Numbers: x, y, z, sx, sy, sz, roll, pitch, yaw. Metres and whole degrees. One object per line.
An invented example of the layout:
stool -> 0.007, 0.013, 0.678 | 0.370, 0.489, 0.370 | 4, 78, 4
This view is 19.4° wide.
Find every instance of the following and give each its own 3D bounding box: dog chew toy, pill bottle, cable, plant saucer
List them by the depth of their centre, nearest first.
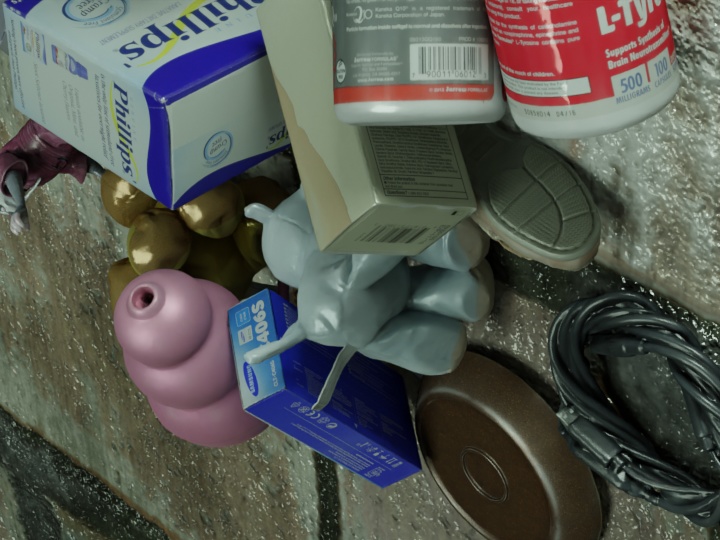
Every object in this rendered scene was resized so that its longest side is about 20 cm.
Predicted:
pill bottle -> 0.129, -0.193, 1.319 | 0.112, 0.112, 0.200 | 14, 128, 47
pill bottle -> 0.038, -0.197, 1.387 | 0.116, 0.116, 0.200 | 2, 93, 53
cable -> 0.218, 0.102, 1.519 | 0.200, 0.051, 0.163 | 37, 138, 33
plant saucer -> 0.110, 0.158, 1.703 | 0.200, 0.034, 0.200 | 36, 147, 29
dog chew toy -> -0.134, 0.063, 1.705 | 0.124, 0.125, 0.200 | 34, 170, 32

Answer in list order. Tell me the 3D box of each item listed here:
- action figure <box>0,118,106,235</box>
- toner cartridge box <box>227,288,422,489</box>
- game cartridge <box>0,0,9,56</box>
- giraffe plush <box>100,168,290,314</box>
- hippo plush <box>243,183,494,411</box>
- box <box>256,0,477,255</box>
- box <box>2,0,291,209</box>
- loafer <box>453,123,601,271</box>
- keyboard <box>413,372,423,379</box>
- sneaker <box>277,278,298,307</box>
action figure -> -0.275, -0.120, 1.844 | 0.200, 0.134, 0.149 | -41, 78, 25
toner cartridge box -> -0.027, 0.098, 1.697 | 0.043, 0.200, 0.095 | -28, 53, 22
game cartridge -> -0.242, -0.260, 1.755 | 0.130, 0.038, 0.200 | 36, 112, 25
giraffe plush -> -0.153, -0.051, 1.807 | 0.162, 0.173, 0.200 | 54, -170, 28
hippo plush -> 0.000, 0.000, 1.633 | 0.159, 0.200, 0.161 | 39, -177, -35
box -> 0.002, -0.117, 1.494 | 0.078, 0.095, 0.200 | -39, 57, 46
box -> -0.145, -0.164, 1.646 | 0.200, 0.184, 0.105 | 32, 138, 34
loafer -> 0.103, -0.059, 1.522 | 0.200, 0.072, 0.063 | 42, 162, 34
keyboard -> 0.071, 0.085, 1.730 | 0.200, 0.011, 0.056 | 39, 148, 27
sneaker -> -0.048, 0.035, 1.782 | 0.090, 0.075, 0.200 | 30, 139, 43
